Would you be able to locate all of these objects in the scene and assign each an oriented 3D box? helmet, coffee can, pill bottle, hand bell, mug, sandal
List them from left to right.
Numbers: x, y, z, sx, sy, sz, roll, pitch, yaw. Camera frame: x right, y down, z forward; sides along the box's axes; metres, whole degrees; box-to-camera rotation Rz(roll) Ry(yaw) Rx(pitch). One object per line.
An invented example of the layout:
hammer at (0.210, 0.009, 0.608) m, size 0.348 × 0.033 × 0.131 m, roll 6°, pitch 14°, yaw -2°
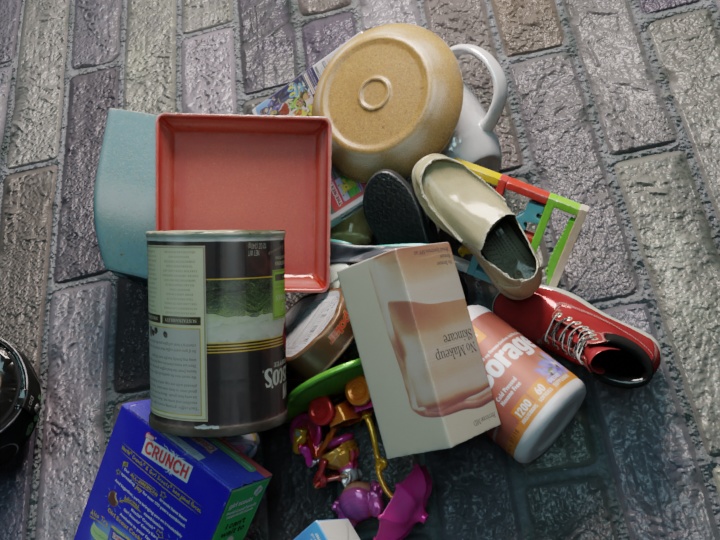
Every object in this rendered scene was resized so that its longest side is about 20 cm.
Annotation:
helmet at (-0.501, 0.162, 0.999) m, size 0.199 × 0.191 × 0.201 m, roll 12°, pitch 63°, yaw -24°
coffee can at (-0.150, 0.058, 0.850) m, size 0.146 × 0.146 × 0.201 m, roll 0°, pitch 94°, yaw 14°
hand bell at (-0.016, -0.007, 1.040) m, size 0.104 × 0.104 × 0.201 m, roll 1°, pitch 76°, yaw 14°
sandal at (0.066, -0.038, 0.984) m, size 0.075 × 0.201 × 0.048 m, roll -16°, pitch 26°, yaw 33°
mug at (0.108, -0.193, 1.035) m, size 0.176 × 0.147 × 0.200 m, roll 54°, pitch 127°, yaw 25°
pill bottle at (0.142, 0.112, 0.912) m, size 0.200 × 0.112 × 0.112 m, roll 39°, pitch 78°, yaw 27°

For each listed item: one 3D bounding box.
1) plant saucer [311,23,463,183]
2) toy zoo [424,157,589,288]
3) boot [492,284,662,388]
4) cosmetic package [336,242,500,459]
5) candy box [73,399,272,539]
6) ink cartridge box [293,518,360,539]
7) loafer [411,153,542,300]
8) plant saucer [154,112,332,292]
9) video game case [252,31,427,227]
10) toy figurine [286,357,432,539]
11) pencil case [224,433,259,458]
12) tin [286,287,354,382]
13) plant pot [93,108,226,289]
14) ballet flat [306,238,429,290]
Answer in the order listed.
plant saucer at (0.022, -0.205, 0.964) m, size 0.199 × 0.035 × 0.201 m, roll -4°, pitch 80°, yaw 25°
toy zoo at (0.156, -0.052, 0.974) m, size 0.199 × 0.132 × 0.020 m, roll 22°, pitch 29°, yaw 11°
boot at (0.227, 0.068, 0.891) m, size 0.199 × 0.144 × 0.073 m, roll 22°, pitch 100°, yaw 23°
cosmetic package at (0.061, 0.080, 0.837) m, size 0.087 × 0.103 × 0.201 m, roll -20°, pitch 84°, yaw 39°
candy box at (-0.213, 0.267, 0.892) m, size 0.169 × 0.077 × 0.201 m, roll 31°, pitch 107°, yaw 25°
ink cartridge box at (-0.069, 0.365, 0.840) m, size 0.200 × 0.067 × 0.116 m, roll -44°, pitch 60°, yaw 15°
loafer at (0.138, -0.055, 0.907) m, size 0.076 × 0.068 × 0.200 m, roll -42°, pitch 88°, yaw -10°
plant saucer at (-0.134, -0.076, 0.933) m, size 0.198 × 0.037 × 0.201 m, roll 1°, pitch 94°, yaw -4°
video game case at (-0.028, -0.169, 1.014) m, size 0.182 × 0.023 × 0.201 m, roll -31°, pitch 70°, yaw 17°
toy figurine at (-0.003, 0.214, 0.901) m, size 0.200 × 0.150 × 0.185 m, roll -30°, pitch 69°, yaw 24°
pencil case at (-0.188, 0.144, 0.994) m, size 0.090 × 0.083 × 0.201 m, roll 0°, pitch 55°, yaw -30°
tin at (-0.061, 0.074, 0.947) m, size 0.042 × 0.200 × 0.112 m, roll 45°, pitch 68°, yaw -13°
plant pot at (-0.227, -0.068, 1.057) m, size 0.195 × 0.196 × 0.201 m, roll 11°, pitch 80°, yaw 19°
ballet flat at (0.000, 0.000, 0.957) m, size 0.199 × 0.073 × 0.073 m, roll 4°, pitch 64°, yaw 22°
